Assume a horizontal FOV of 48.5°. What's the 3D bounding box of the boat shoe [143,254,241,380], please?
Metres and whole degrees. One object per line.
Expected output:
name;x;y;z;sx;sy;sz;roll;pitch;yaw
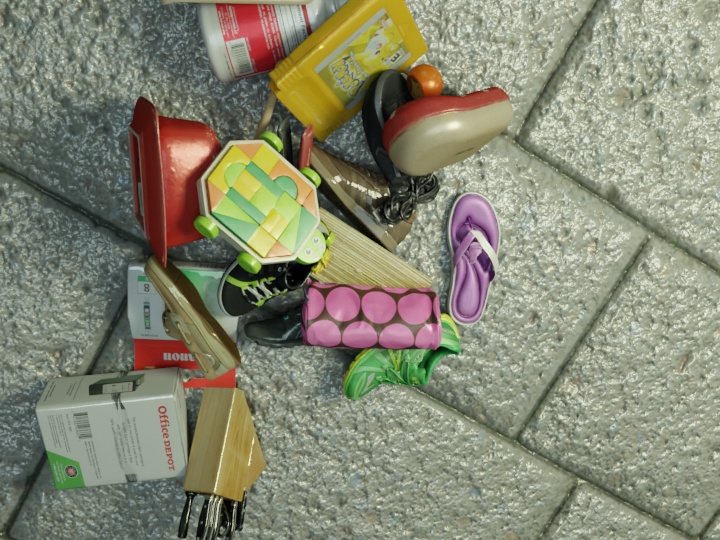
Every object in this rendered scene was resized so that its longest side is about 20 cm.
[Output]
boat shoe;-0.246;0.070;1.116;0.064;0.071;0.201;-31;109;5

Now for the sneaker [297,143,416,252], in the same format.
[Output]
sneaker;-0.004;-0.118;1.143;0.076;0.070;0.200;-47;108;-11

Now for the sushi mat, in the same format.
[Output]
sushi mat;0.000;0.000;1.153;0.198;0.012;0.096;32;112;-5

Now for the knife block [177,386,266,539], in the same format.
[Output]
knife block;-0.218;0.296;1.171;0.063;0.175;0.203;-3;111;28

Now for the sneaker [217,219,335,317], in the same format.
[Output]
sneaker;-0.119;0.002;1.099;0.199;0.083;0.072;-41;123;11

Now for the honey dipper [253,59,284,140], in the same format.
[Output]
honey dipper;-0.132;-0.194;1.073;0.037;0.038;0.201;18;128;-9

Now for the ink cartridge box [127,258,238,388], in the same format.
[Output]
ink cartridge box;-0.260;0.087;1.179;0.158;0.050;0.203;3;103;-6

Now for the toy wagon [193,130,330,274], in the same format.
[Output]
toy wagon;-0.109;-0.073;1.015;0.200;0.039;0.156;41;68;-17

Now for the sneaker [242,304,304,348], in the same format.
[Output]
sneaker;-0.077;0.074;1.187;0.197;0.075;0.081;-1;93;-11

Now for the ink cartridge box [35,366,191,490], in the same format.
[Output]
ink cartridge box;-0.357;0.233;1.185;0.196;0.084;0.148;-5;114;-4

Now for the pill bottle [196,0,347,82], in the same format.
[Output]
pill bottle;-0.104;-0.322;1.042;0.197;0.112;0.114;-14;107;-1

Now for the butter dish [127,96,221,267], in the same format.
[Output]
butter dish;-0.224;-0.124;1.062;0.146;0.200;0.203;-5;107;-21

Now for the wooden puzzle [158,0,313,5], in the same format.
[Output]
wooden puzzle;-0.152;-0.414;0.993;0.196;0.046;0.188;-3;66;-2

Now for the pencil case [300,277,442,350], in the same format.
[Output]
pencil case;0.015;0.061;1.115;0.196;0.091;0.095;4;64;-4

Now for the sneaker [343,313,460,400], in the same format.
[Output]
sneaker;0.061;0.140;1.195;0.198;0.084;0.074;-32;151;5

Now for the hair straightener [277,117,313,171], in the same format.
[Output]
hair straightener;-0.109;-0.121;1.108;0.076;0.041;0.202;17;134;10

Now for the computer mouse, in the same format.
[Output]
computer mouse;0.042;-0.174;1.105;0.052;0.138;0.203;5;118;40

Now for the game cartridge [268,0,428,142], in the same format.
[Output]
game cartridge;-0.013;-0.269;1.043;0.200;0.176;0.033;-42;68;7

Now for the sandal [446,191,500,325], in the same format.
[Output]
sandal;0.170;-0.013;1.185;0.081;0.050;0.206;-2;106;-4

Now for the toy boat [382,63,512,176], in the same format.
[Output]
toy boat;0.103;-0.213;1.063;0.130;0.199;0.132;-36;82;43
